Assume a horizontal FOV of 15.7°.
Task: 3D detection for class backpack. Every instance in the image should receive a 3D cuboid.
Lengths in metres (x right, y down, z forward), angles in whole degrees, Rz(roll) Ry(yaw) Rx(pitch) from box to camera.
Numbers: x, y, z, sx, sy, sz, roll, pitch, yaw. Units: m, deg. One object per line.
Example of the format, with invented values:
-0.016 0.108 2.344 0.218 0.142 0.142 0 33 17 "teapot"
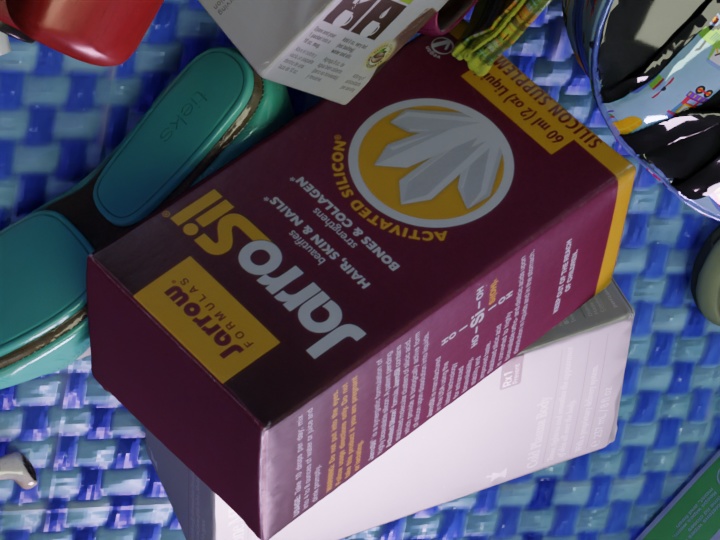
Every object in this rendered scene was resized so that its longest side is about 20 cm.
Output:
0.173 -0.129 1.108 0.183 0.135 0.200 37 96 -35 "backpack"

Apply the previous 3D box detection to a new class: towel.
0.104 -0.164 1.023 0.018 0.086 0.200 34 128 -11 "towel"

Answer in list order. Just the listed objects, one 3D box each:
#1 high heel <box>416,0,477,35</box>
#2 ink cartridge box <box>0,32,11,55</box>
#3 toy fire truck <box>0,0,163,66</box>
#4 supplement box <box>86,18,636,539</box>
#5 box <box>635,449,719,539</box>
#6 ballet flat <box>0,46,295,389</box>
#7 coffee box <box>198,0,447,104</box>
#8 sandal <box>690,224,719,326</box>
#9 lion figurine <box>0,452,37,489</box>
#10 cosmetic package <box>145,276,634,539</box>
0.079 -0.174 1.061 0.200 0.096 0.067 -44 133 4 "high heel"
-0.218 -0.158 0.941 0.145 0.083 0.200 -18 121 -17 "ink cartridge box"
-0.114 -0.134 0.832 0.176 0.200 0.129 25 101 -35 "toy fire truck"
0.000 0.000 1.057 0.200 0.110 0.086 -35 153 -25 "supplement box"
0.206 0.200 1.319 0.200 0.097 0.176 -48 124 4 "box"
-0.100 -0.007 1.090 0.200 0.067 0.070 -43 141 3 "ballet flat"
0.015 -0.175 0.990 0.200 0.113 0.080 -44 159 16 "coffee box"
0.256 -0.007 1.257 0.201 0.057 0.080 -18 122 -16 "sandal"
-0.176 0.151 1.141 0.122 0.072 0.200 -30 110 4 "lion figurine"
0.009 0.049 1.140 0.200 0.090 0.107 -21 146 -16 "cosmetic package"
